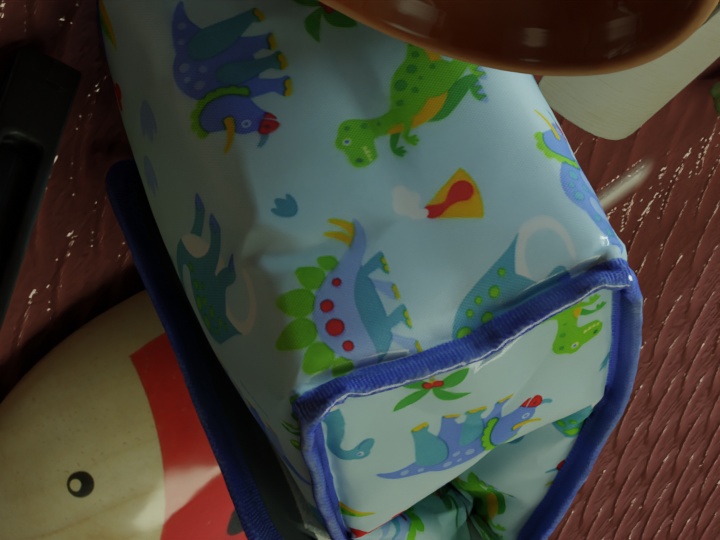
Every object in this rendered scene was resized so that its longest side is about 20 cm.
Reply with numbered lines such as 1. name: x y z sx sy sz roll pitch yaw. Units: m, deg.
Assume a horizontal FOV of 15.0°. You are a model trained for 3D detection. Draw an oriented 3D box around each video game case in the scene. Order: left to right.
1. video game case: -0.142 0.059 0.796 0.200 0.025 0.181 -60 -168 32

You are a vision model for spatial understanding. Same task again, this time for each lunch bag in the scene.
1. lunch bag: 0.000 0.000 0.850 0.127 0.171 0.200 -22 155 -5

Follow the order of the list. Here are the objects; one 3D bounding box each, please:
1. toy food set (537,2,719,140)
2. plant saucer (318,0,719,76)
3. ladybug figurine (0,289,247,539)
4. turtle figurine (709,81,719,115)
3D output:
1. toy food set: 0.130 -0.134 0.884 0.143 0.060 0.200 -43 -174 32
2. plant saucer: 0.006 -0.125 0.666 0.032 0.199 0.201 -58 161 -23
3. ladybug figurine: -0.048 0.060 0.999 0.199 0.072 0.136 -21 142 -36
4. turtle figurine: 0.230 -0.101 1.085 0.143 0.201 0.194 20 125 -24
